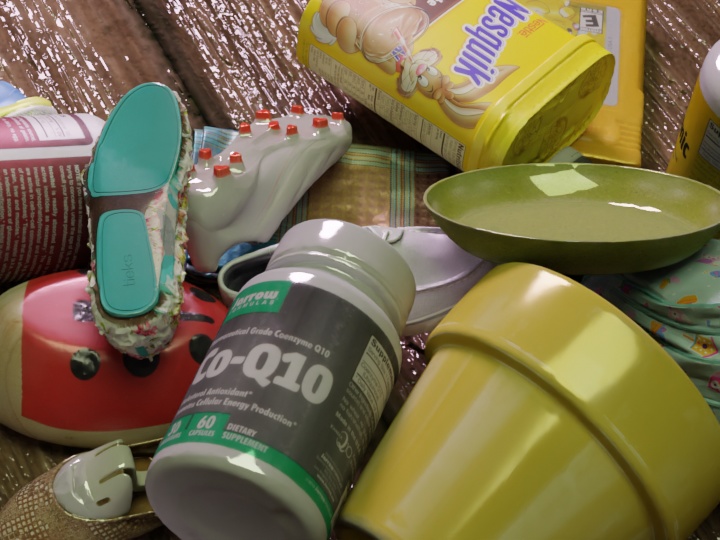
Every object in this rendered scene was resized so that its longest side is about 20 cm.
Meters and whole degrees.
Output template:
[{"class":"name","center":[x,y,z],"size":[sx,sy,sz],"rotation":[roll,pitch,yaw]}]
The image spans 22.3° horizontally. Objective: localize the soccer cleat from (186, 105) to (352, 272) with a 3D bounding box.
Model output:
[{"class":"soccer cleat","center":[-0.070,-0.062,1.300],"size":[0.069,0.078,0.200],"rotation":[11,25,27]}]

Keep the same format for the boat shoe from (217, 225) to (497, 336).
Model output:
[{"class":"boat shoe","center":[0.000,0.000,1.231],"size":[0.199,0.069,0.072],"rotation":[-5,60,16]}]

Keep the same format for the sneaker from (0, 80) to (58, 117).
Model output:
[{"class":"sneaker","center":[-0.317,-0.084,1.311],"size":[0.199,0.076,0.105],"rotation":[-18,36,-22]}]

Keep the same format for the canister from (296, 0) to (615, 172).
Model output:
[{"class":"canister","center":[0.069,-0.159,1.379],"size":[0.200,0.087,0.148],"rotation":[35,54,21]}]

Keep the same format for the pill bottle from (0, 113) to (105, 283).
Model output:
[{"class":"pill bottle","center":[-0.227,-0.049,1.243],"size":[0.199,0.113,0.113],"rotation":[-5,49,-29]}]

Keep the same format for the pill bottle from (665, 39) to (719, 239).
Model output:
[{"class":"pill bottle","center":[0.292,-0.106,1.324],"size":[0.111,0.201,0.112],"rotation":[5,48,-5]}]

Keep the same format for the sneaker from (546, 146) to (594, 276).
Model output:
[{"class":"sneaker","center":[0.141,-0.002,1.294],"size":[0.106,0.075,0.200],"rotation":[32,56,15]}]

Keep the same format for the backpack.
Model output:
[{"class":"backpack","center":[0.224,0.047,1.193],"size":[0.166,0.127,0.200],"rotation":[-16,21,-16]}]

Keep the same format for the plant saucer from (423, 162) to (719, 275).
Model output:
[{"class":"plant saucer","center":[0.140,-0.033,1.187],"size":[0.199,0.031,0.200],"rotation":[1,17,0]}]

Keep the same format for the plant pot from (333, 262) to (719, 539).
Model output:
[{"class":"plant pot","center":[0.090,0.130,1.108],"size":[0.201,0.201,0.189],"rotation":[38,70,23]}]

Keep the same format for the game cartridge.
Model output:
[{"class":"game cartridge","center":[0.141,-0.162,1.463],"size":[0.175,0.033,0.201],"rotation":[9,48,0]}]

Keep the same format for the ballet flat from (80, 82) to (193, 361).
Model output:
[{"class":"ballet flat","center":[-0.143,-0.029,1.181],"size":[0.075,0.064,0.201],"rotation":[-1,55,5]}]

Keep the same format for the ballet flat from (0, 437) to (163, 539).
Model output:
[{"class":"ballet flat","center":[-0.131,0.127,1.147],"size":[0.199,0.065,0.071],"rotation":[-13,52,-19]}]

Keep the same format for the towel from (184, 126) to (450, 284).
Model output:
[{"class":"towel","center":[-0.030,-0.044,1.341],"size":[0.199,0.022,0.147],"rotation":[5,50,-5]}]

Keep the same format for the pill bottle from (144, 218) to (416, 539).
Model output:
[{"class":"pill bottle","center":[-0.041,0.072,1.100],"size":[0.113,0.113,0.200],"rotation":[18,51,8]}]

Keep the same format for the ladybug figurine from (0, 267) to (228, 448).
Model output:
[{"class":"ladybug figurine","center":[-0.163,0.050,1.204],"size":[0.199,0.072,0.136],"rotation":[0,49,-9]}]
